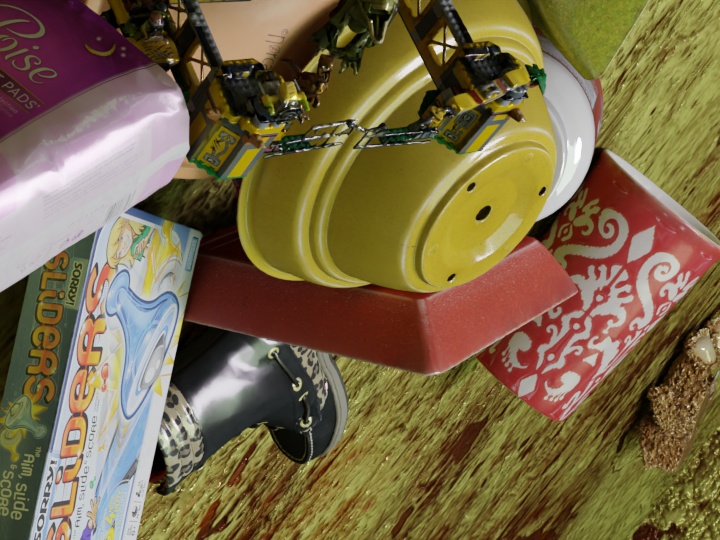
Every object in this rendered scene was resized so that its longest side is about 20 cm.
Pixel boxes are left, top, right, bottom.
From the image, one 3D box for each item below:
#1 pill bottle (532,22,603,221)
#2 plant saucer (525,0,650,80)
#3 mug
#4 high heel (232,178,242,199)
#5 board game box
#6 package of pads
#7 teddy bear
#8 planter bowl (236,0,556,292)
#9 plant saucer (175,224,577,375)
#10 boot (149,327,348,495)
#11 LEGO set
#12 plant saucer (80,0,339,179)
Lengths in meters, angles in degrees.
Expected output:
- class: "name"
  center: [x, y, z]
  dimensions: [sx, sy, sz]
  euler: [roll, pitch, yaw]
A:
- class: "pill bottle"
  center: [0.089, -0.088, 1.403]
  dimensions: [0.112, 0.112, 0.200]
  euler: [-57, 180, 16]
- class: "plant saucer"
  center: [0.118, -0.234, 1.229]
  dimensions: [0.048, 0.200, 0.200]
  euler: [18, 114, -34]
- class: "mug"
  center: [0.199, 0.020, 1.930]
  dimensions: [0.200, 0.133, 0.178]
  euler: [-51, 160, 9]
- class: "high heel"
  center: [0.000, -0.077, 1.304]
  dimensions: [0.067, 0.096, 0.200]
  euler: [-40, 171, 39]
- class: "board game box"
  center: [-0.144, 0.064, 1.215]
  dimensions: [0.135, 0.034, 0.200]
  euler: [19, 82, -71]
- class: "package of pads"
  center: [-0.177, -0.043, 0.930]
  dimensions: [0.200, 0.120, 0.076]
  euler: [-36, 156, -38]
- class: "teddy bear"
  center: [0.377, 0.140, 2.695]
  dimensions: [0.145, 0.067, 0.200]
  euler: [-48, 157, -41]
- class: "planter bowl"
  center: [0.040, -0.050, 1.183]
  dimensions: [0.200, 0.083, 0.200]
  euler: [-34, 150, -23]
- class: "plant saucer"
  center: [0.000, 0.000, 1.333]
  dimensions: [0.200, 0.200, 0.037]
  euler: [-26, 124, -58]
- class: "boot"
  center: [-0.085, 0.092, 1.481]
  dimensions: [0.154, 0.073, 0.204]
  euler: [-40, 152, -24]
- class: "LEGO set"
  center: [-0.001, -0.128, 1.001]
  dimensions: [0.200, 0.154, 0.116]
  euler: [0, 149, -31]
- class: "plant saucer"
  center: [-0.050, -0.128, 1.109]
  dimensions: [0.200, 0.032, 0.200]
  euler: [-24, 139, -23]
